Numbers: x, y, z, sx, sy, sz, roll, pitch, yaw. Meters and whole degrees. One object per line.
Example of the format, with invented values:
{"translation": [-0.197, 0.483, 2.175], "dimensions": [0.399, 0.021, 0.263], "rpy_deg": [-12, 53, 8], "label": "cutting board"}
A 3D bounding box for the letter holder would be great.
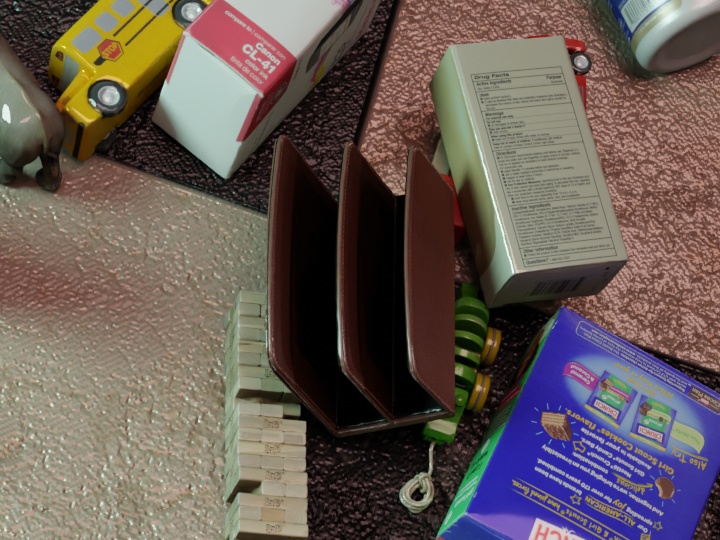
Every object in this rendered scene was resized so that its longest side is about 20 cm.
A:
{"translation": [0.000, 0.000, 1.574], "dimensions": [0.100, 0.142, 0.201], "rpy_deg": [-12, 58, 21], "label": "letter holder"}

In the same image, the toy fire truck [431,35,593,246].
{"translation": [0.119, -0.109, 1.736], "dimensions": [0.140, 0.049, 0.201], "rpy_deg": [8, 63, -12], "label": "toy fire truck"}

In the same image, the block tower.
{"translation": [-0.072, 0.110, 1.573], "dimensions": [0.057, 0.054, 0.201], "rpy_deg": [7, 63, -13], "label": "block tower"}

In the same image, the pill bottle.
{"translation": [0.253, -0.283, 1.821], "dimensions": [0.115, 0.116, 0.201], "rpy_deg": [-16, 71, -22], "label": "pill bottle"}

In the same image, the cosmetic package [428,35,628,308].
{"translation": [0.130, -0.079, 1.656], "dimensions": [0.105, 0.071, 0.201], "rpy_deg": [-5, 68, -18], "label": "cosmetic package"}

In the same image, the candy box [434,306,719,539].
{"translation": [0.177, 0.157, 1.608], "dimensions": [0.168, 0.077, 0.201], "rpy_deg": [30, 60, -1], "label": "candy box"}

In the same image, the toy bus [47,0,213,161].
{"translation": [-0.182, -0.181, 1.677], "dimensions": [0.078, 0.065, 0.200], "rpy_deg": [38, 61, 5], "label": "toy bus"}

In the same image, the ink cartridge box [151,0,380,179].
{"translation": [-0.065, -0.190, 1.668], "dimensions": [0.086, 0.148, 0.200], "rpy_deg": [39, 62, 5], "label": "ink cartridge box"}

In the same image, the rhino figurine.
{"translation": [-0.293, -0.154, 1.620], "dimensions": [0.060, 0.088, 0.200], "rpy_deg": [-30, 76, -26], "label": "rhino figurine"}

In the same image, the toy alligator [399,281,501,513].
{"translation": [0.070, 0.089, 1.623], "dimensions": [0.059, 0.054, 0.201], "rpy_deg": [19, 61, -6], "label": "toy alligator"}
